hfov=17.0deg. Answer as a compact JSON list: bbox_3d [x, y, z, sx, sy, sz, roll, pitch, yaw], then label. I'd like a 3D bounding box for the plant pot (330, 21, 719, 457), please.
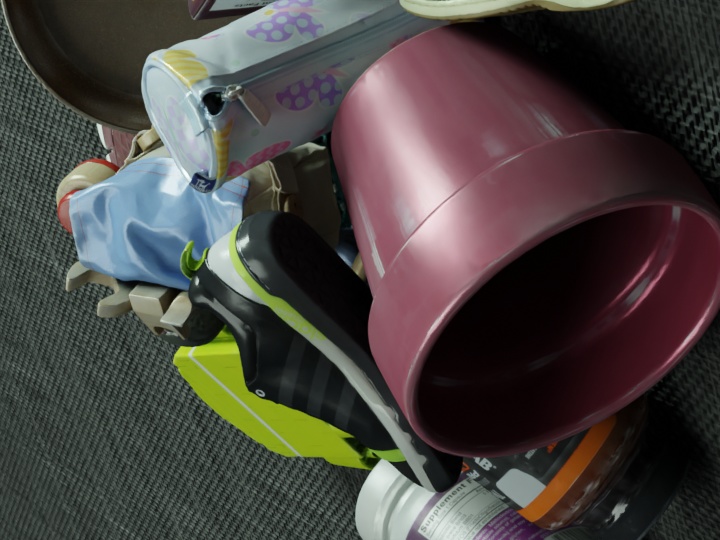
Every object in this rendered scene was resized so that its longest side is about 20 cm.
[{"bbox_3d":[0.076,-0.029,1.308,0.201,0.199,0.180,94,153,-49],"label":"plant pot"}]

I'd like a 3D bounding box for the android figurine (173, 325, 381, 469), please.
[{"bbox_3d":[-0.061,0.085,1.750,0.182,0.041,0.200,43,159,-20],"label":"android figurine"}]

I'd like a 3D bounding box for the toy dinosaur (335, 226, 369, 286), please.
[{"bbox_3d":[0.000,0.000,1.490,0.180,0.201,0.105,16,163,-10],"label":"toy dinosaur"}]

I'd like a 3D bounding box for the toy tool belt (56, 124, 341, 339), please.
[{"bbox_3d":[-0.117,-0.024,1.433,0.199,0.123,0.126,1,118,28],"label":"toy tool belt"}]

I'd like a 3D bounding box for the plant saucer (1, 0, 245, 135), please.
[{"bbox_3d":[-0.125,-0.184,1.503,0.032,0.199,0.201,-109,-3,-73],"label":"plant saucer"}]

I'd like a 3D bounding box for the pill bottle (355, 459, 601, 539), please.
[{"bbox_3d":[0.089,0.193,1.584,0.200,0.112,0.113,33,144,42],"label":"pill bottle"}]

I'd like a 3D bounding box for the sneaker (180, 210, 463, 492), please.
[{"bbox_3d":[-0.022,0.050,1.343,0.083,0.072,0.200,-31,108,30],"label":"sneaker"}]

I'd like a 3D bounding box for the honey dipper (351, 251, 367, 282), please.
[{"bbox_3d":[0.016,-0.034,1.443,0.038,0.038,0.201,36,107,37],"label":"honey dipper"}]

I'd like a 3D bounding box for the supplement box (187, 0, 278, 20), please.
[{"bbox_3d":[-0.042,-0.233,1.360,0.200,0.085,0.111,138,122,-64],"label":"supplement box"}]

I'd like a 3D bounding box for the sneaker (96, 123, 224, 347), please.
[{"bbox_3d":[-0.121,-0.054,1.595,0.115,0.075,0.201,-27,77,60],"label":"sneaker"}]

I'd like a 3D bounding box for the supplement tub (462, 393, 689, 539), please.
[{"bbox_3d":[0.096,0.080,1.425,0.199,0.107,0.107,37,153,-2],"label":"supplement tub"}]

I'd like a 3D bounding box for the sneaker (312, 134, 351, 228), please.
[{"bbox_3d":[-0.042,-0.057,1.600,0.200,0.077,0.080,47,143,23],"label":"sneaker"}]

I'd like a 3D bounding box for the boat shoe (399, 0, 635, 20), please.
[{"bbox_3d":[0.089,-0.171,1.257,0.199,0.073,0.065,1,114,49],"label":"boat shoe"}]

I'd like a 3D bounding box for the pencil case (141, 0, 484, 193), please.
[{"bbox_3d":[-0.026,-0.120,1.361,0.083,0.199,0.091,58,156,11],"label":"pencil case"}]
